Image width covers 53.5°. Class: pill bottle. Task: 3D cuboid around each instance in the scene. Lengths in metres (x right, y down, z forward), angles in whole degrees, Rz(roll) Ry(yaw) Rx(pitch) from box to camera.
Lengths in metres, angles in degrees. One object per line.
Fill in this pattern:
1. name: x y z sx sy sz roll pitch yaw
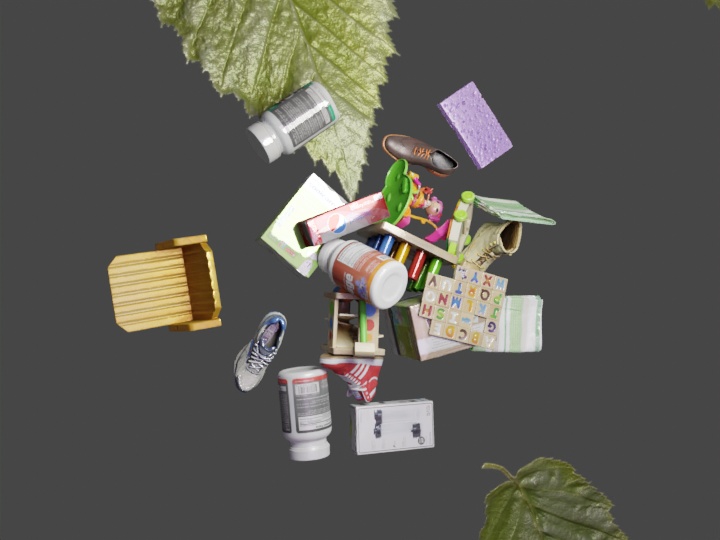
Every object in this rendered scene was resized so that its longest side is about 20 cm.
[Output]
1. pill bottle: 0.000 0.000 1.595 0.112 0.200 0.113 -25 127 -37
2. pill bottle: -0.127 0.328 1.647 0.115 0.116 0.201 -5 90 -17
3. pill bottle: -0.159 -0.342 1.658 0.200 0.113 0.113 -37 99 -15

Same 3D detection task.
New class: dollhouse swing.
1. dollhouse swing: -0.428 0.037 1.546 0.175 0.181 0.201 -9 92 -37

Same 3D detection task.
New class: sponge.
1. sponge: 0.296 -0.373 1.840 0.111 0.030 0.200 -37 99 -14

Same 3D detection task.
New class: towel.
1. towel: 0.381 0.139 1.850 0.199 0.031 0.150 2 87 -17
2. towel: 0.369 -0.152 1.770 0.152 0.200 0.024 6 105 -17

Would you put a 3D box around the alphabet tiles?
1. alphabet tiles: 0.231 0.077 1.614 0.199 0.008 0.168 15 84 -18

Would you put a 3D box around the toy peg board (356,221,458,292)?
1. toy peg board: 0.092 -0.023 1.679 0.198 0.200 0.098 25 81 -15

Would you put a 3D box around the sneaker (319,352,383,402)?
1. sneaker: -0.024 0.252 1.673 0.199 0.071 0.113 11 89 -47

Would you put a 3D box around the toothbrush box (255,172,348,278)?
1. toothbrush box: -0.126 -0.103 1.676 0.145 0.086 0.200 40 79 -13

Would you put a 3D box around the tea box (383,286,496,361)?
1. tea box: 0.184 0.121 1.705 0.199 0.197 0.134 -13 92 -16

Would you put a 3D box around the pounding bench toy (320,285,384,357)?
1. pounding bench toy: -0.006 0.114 1.646 0.123 0.200 0.157 4 88 -16

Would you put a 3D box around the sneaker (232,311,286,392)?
1. sneaker: -0.231 0.186 1.636 0.077 0.085 0.201 26 82 -14

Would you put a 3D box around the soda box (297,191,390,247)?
1. soda box: -0.038 -0.116 1.623 0.199 0.070 0.064 -22 99 -19

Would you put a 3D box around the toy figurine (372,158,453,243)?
1. toy figurine: 0.148 -0.150 1.759 0.183 0.150 0.201 25 56 -28

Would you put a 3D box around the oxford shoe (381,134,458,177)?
1. oxford shoe: 0.151 -0.293 1.771 0.199 0.073 0.072 17 84 -15

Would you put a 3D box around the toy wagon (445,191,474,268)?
1. toy wagon: 0.239 -0.089 1.735 0.039 0.156 0.200 14 49 16

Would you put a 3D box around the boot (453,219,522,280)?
1. boot: 0.316 -0.038 1.770 0.073 0.155 0.200 36 80 -13

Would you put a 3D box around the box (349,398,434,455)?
1. box: 0.076 0.376 1.735 0.199 0.060 0.117 -3 89 -17
